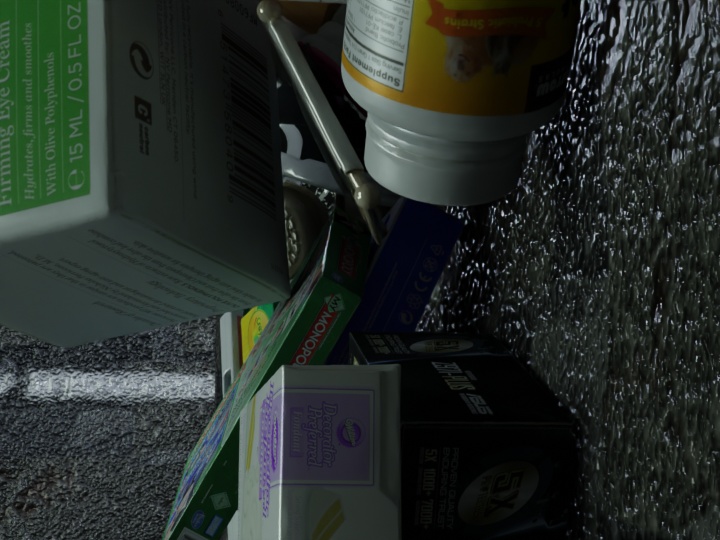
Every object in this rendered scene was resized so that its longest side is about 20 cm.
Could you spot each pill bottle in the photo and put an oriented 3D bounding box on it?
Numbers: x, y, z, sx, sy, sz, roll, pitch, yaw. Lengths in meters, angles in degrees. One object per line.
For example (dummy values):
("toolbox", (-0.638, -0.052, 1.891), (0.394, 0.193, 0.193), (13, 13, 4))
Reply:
("pill bottle", (0.049, -0.136, 0.757), (0.109, 0.109, 0.201), (-104, 18, -59))

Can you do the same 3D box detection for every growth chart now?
("growth chart", (-0.019, -0.078, 0.930), (0.145, 0.018, 0.200), (62, 180, 4))

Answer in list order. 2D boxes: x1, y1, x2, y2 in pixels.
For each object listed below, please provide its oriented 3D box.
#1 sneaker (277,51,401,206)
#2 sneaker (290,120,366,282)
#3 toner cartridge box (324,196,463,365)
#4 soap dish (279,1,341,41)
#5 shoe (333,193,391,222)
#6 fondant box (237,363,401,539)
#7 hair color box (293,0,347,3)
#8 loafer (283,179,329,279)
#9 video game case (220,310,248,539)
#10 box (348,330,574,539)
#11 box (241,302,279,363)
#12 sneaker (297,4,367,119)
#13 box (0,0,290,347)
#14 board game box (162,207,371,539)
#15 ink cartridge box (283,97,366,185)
("sneaker", (-0.026, -0.114, 1.121), (0.200, 0.073, 0.112), (20, 94, 46))
("sneaker", (-0.014, -0.032, 1.276), (0.074, 0.080, 0.200), (-98, 31, -47))
("toner cartridge box", (-0.007, 0.057, 0.988), (0.201, 0.043, 0.095), (-64, 8, -26))
("soap dish", (-0.054, -0.238, 1.120), (0.081, 0.157, 0.200), (-56, -3, 27))
("shoe", (0.000, 0.000, 1.138), (0.070, 0.053, 0.201), (115, 162, -56))
("fondant box", (-0.024, 0.129, 0.799), (0.200, 0.058, 0.145), (135, 137, -75))
("hair color box", (-0.010, -0.198, 0.846), (0.064, 0.199, 0.111), (-109, 23, -64))
("loafer", (-0.056, -0.031, 1.172), (0.200, 0.067, 0.076), (-173, 73, -69))
("video game case", (-0.033, 0.130, 1.152), (0.017, 0.143, 0.201), (-42, 40, 37))
("box", (0.041, 0.148, 0.840), (0.164, 0.086, 0.201), (-128, 40, -75))
("box", (-0.022, 0.098, 1.138), (0.048, 0.117, 0.201), (-44, 39, 36))
("sneaker", (0.025, -0.142, 1.031), (0.088, 0.081, 0.200), (-43, 1, 7))
("box", (-0.161, -0.081, 0.949), (0.200, 0.171, 0.200), (30, -128, -60))
("board game box", (-0.056, 0.069, 0.981), (0.200, 0.029, 0.135), (-59, 6, 17))
("ink cartridge box", (-0.083, -0.132, 1.280), (0.146, 0.199, 0.084), (101, 166, -47))
